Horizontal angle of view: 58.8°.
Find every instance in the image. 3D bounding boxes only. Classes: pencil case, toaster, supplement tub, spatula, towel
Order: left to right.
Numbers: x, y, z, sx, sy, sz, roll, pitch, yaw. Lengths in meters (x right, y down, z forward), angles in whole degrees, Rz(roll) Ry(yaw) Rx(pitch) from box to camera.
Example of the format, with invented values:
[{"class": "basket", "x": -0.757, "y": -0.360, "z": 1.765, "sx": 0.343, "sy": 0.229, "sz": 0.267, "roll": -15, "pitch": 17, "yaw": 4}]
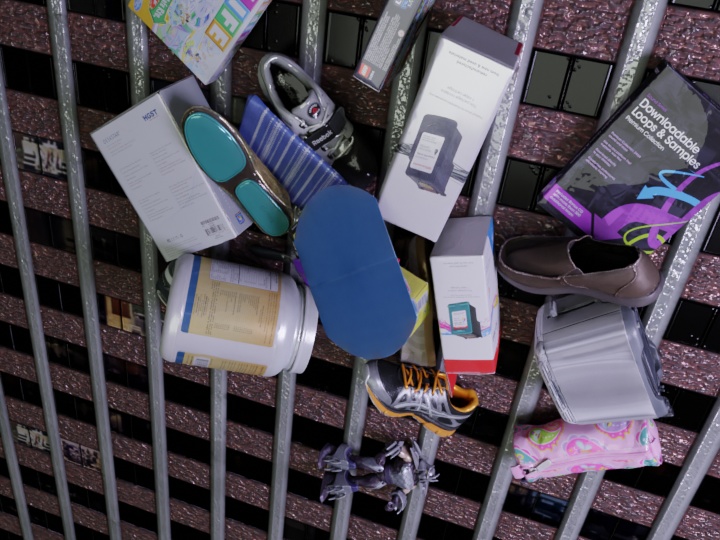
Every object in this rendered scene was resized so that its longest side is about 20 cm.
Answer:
[{"class": "supplement tub", "x": -0.167, "y": 0.066, "z": 0.884, "sx": 0.196, "sy": 0.146, "sz": 0.147, "roll": 12, "pitch": 123, "yaw": -16}, {"class": "spatula", "x": -0.097, "y": -0.010, "z": 0.870, "sx": 0.198, "sy": 0.021, "sz": 0.057, "roll": 20, "pitch": 148, "yaw": 49}, {"class": "towel", "x": -0.076, "y": -0.125, "z": 0.812, "sx": 0.199, "sy": 0.024, "sz": 0.145, "roll": 41, "pitch": 157, "yaw": -6}, {"class": "pencil case", "x": 0.305, "y": 0.240, "z": 0.879, "sx": 0.196, "sy": 0.088, "sz": 0.089, "roll": -17, "pitch": 110, "yaw": 25}, {"class": "toaster", "x": 0.299, "y": 0.112, "z": 0.797, "sx": 0.127, "sy": 0.115, "sz": 0.202, "roll": -16, "pitch": 120, "yaw": 29}]

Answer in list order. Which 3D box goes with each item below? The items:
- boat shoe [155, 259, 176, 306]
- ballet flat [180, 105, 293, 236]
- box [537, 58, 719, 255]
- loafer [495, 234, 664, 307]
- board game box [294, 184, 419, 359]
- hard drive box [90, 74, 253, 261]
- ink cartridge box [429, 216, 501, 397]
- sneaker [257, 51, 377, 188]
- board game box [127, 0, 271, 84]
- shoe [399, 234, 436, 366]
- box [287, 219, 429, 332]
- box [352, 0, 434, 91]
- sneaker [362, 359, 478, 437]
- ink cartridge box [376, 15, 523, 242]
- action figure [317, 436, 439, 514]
[{"class": "boat shoe", "x": -0.231, "y": 0.073, "z": 0.984, "sx": 0.201, "sy": 0.076, "sz": 0.060, "roll": 49, "pitch": 124, "yaw": -1}, {"class": "ballet flat", "x": -0.153, "y": -0.130, "z": 0.812, "sx": 0.070, "sy": 0.072, "sz": 0.201, "roll": -21, "pitch": 125, "yaw": 26}, {"class": "box", "x": 0.319, "y": -0.108, "z": 0.720, "sx": 0.142, "sy": 0.036, "sz": 0.201, "roll": 37, "pitch": 121, "yaw": -3}, {"class": "loafer", "x": 0.246, "y": -0.016, "z": 0.742, "sx": 0.197, "sy": 0.074, "sz": 0.071, "roll": 8, "pitch": 145, "yaw": 38}, {"class": "board game box", "x": 0.000, "y": 0.000, "z": 0.743, "sx": 0.157, "sy": 0.039, "sz": 0.204, "roll": -20, "pitch": 90, "yaw": 47}, {"class": "hard drive box", "x": -0.245, "y": -0.131, "z": 0.863, "sx": 0.153, "sy": 0.077, "sz": 0.203, "roll": -14, "pitch": 112, "yaw": 34}, {"class": "ink cartridge box", "x": 0.140, "y": 0.048, "z": 0.815, "sx": 0.066, "sy": 0.117, "sz": 0.204, "roll": -2, "pitch": 117, "yaw": 19}, {"class": "sneaker", "x": -0.054, "y": -0.176, "z": 0.772, "sx": 0.074, "sy": 0.089, "sz": 0.200, "roll": -44, "pitch": 100, "yaw": 4}, {"class": "board game box", "x": -0.176, "y": -0.347, "z": 0.765, "sx": 0.134, "sy": 0.034, "sz": 0.200, "roll": 43, "pitch": 121, "yaw": -7}, {"class": "shoe", "x": 0.074, "y": 0.047, "z": 0.864, "sx": 0.052, "sy": 0.070, "sz": 0.204, "roll": -1, "pitch": 119, "yaw": 9}, {"class": "box", "x": -0.004, "y": 0.001, "z": 0.820, "sx": 0.198, "sy": 0.050, "sz": 0.076, "roll": 34, "pitch": 156, "yaw": 27}, {"class": "box", "x": 0.060, "y": -0.296, "z": 0.667, "sx": 0.034, "sy": 0.110, "sz": 0.202, "roll": 29, "pitch": 122, "yaw": 1}, {"class": "sneaker", "x": 0.084, "y": 0.166, "z": 0.898, "sx": 0.198, "sy": 0.079, "sz": 0.077, "roll": 28, "pitch": 128, "yaw": -32}, {"class": "ink cartridge box", "x": 0.096, "y": -0.156, "z": 0.706, "sx": 0.083, "sy": 0.145, "sz": 0.203, "roll": 25, "pitch": 122, "yaw": 4}, {"class": "action figure", "x": 0.031, "y": 0.328, "z": 1.028, "sx": 0.195, "sy": 0.069, "sz": 0.133, "roll": -4, "pitch": 106, "yaw": 16}]
